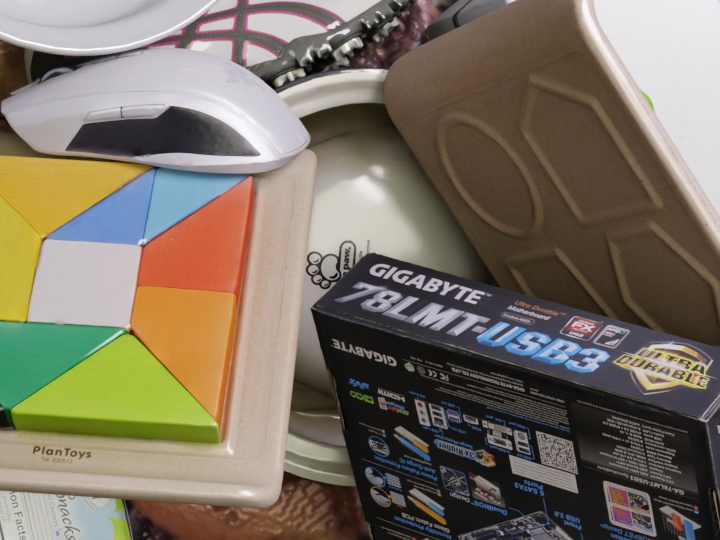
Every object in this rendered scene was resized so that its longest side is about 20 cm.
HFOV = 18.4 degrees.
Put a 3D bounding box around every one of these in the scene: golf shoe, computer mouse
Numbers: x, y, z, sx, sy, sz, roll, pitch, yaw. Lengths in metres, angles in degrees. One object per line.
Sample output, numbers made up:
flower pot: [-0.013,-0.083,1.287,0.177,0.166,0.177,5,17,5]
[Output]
golf shoe: [-0.065,-0.118,1.070,0.200,0.077,0.088,-25,88,-10]
computer mouse: [-0.120,-0.080,0.992,0.200,0.110,0.044,5,111,6]

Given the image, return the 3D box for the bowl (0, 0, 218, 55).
bowl: [-0.144,-0.191,1.003,0.201,0.090,0.201,2,85,-25]

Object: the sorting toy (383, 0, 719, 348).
sorting toy: [0.101,-0.021,0.951,0.036,0.185,0.200,-32,97,-24]

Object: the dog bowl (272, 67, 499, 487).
dog bowl: [0.000,0.000,1.074,0.200,0.074,0.200,-1,97,-8]

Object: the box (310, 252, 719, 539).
box: [0.086,0.102,0.965,0.050,0.200,0.199,-45,135,-35]

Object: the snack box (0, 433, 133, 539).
snack box: [-0.211,0.108,0.994,0.200,0.169,0.068,-14,93,-10]

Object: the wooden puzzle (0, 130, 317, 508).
wooden puzzle: [-0.118,0.010,0.946,0.185,0.037,0.200,4,51,3]

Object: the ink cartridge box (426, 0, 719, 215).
ink cartridge box: [0.117,-0.085,1.041,0.083,0.200,0.147,-36,96,-5]
